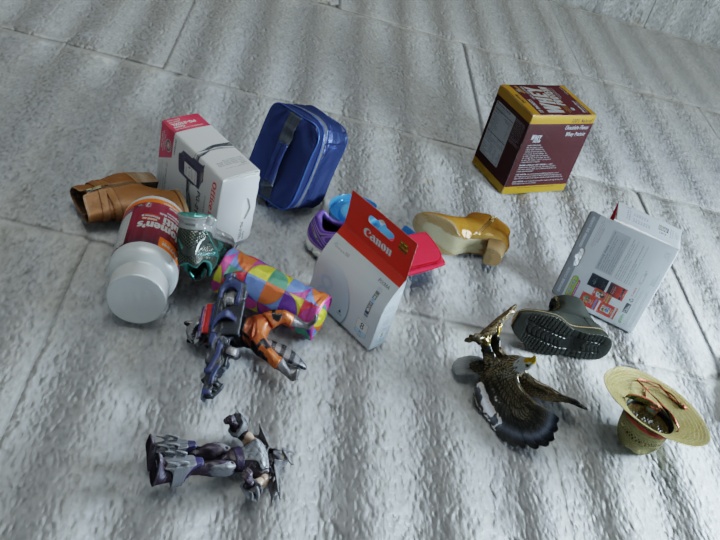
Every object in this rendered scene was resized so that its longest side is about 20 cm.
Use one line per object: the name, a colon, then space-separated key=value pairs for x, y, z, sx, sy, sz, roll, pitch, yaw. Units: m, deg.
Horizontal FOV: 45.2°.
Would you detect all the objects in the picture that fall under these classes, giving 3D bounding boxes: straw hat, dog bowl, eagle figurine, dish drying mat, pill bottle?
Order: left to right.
pill bottle: x=-0.333 y=-0.018 z=1.351 sx=0.107 sy=0.111 sz=0.202 roll=10 pitch=36 yaw=-11
dog bowl: x=0.020 y=-0.068 z=1.629 sx=0.198 sy=0.050 sz=0.111 roll=36 pitch=39 yaw=23
dish drying mat: x=0.072 y=-0.025 z=1.533 sx=0.197 sy=0.018 sz=0.078 roll=-14 pitch=65 yaw=-44
eagle figurine: x=0.247 y=0.176 z=1.372 sx=0.150 sy=0.151 sz=0.203 roll=-32 pitch=86 yaw=-1
straw hat: x=0.453 y=0.246 z=1.380 sx=0.197 sy=0.086 sz=0.202 roll=21 pitch=24 yaw=-10

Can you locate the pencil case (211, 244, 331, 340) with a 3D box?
pencil case: x=-0.144 y=0.036 z=1.390 sx=0.197 sy=0.090 sz=0.089 roll=27 pitch=36 yaw=11

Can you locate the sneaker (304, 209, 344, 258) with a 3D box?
sneaker: x=-0.014 y=-0.037 z=1.541 sx=0.198 sy=0.085 sz=0.081 roll=32 pitch=38 yaw=14

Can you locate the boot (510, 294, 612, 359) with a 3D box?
boot: x=0.343 y=0.085 z=1.564 sx=0.196 sy=0.078 sz=0.140 roll=20 pitch=29 yaw=-22

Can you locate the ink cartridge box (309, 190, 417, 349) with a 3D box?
ink cartridge box: x=0.000 y=0.000 z=1.398 sx=0.047 sy=0.203 sz=0.160 roll=-19 pitch=49 yaw=-41

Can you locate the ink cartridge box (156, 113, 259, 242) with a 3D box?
ink cartridge box: x=-0.274 y=-0.159 z=1.532 sx=0.083 sy=0.147 sz=0.200 roll=-19 pitch=49 yaw=-39

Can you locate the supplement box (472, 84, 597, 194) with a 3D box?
supplement box: x=0.393 y=-0.299 z=1.969 sx=0.193 sy=0.203 sz=0.134 roll=-6 pitch=42 yaw=-30

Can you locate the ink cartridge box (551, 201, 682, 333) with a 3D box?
ink cartridge box: x=0.480 y=-0.014 z=1.632 sx=0.173 sy=0.203 sz=0.084 roll=26 pitch=35 yaw=9

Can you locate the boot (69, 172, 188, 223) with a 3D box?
boot: x=-0.391 y=-0.103 z=1.473 sx=0.152 sy=0.075 sz=0.199 roll=-15 pitch=35 yaw=-39

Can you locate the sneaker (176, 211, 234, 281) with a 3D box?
sneaker: x=-0.253 y=-0.026 z=1.376 sx=0.075 sy=0.200 sz=0.094 roll=5 pitch=78 yaw=9

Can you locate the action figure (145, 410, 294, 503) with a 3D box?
action figure: x=-0.174 y=0.244 z=1.117 sx=0.196 sy=0.071 sz=0.131 roll=4 pitch=29 yaw=-27

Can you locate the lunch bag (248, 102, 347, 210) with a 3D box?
lunch bag: x=-0.131 y=-0.209 z=1.627 sx=0.135 sy=0.203 sz=0.131 roll=32 pitch=19 yaw=23

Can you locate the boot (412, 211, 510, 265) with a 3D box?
boot: x=0.204 y=-0.084 z=1.726 sx=0.197 sy=0.072 sz=0.145 roll=24 pitch=30 yaw=1

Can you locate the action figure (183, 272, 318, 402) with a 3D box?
action figure: x=-0.176 y=0.119 z=1.288 sx=0.189 sy=0.105 sz=0.204 roll=14 pitch=62 yaw=5
